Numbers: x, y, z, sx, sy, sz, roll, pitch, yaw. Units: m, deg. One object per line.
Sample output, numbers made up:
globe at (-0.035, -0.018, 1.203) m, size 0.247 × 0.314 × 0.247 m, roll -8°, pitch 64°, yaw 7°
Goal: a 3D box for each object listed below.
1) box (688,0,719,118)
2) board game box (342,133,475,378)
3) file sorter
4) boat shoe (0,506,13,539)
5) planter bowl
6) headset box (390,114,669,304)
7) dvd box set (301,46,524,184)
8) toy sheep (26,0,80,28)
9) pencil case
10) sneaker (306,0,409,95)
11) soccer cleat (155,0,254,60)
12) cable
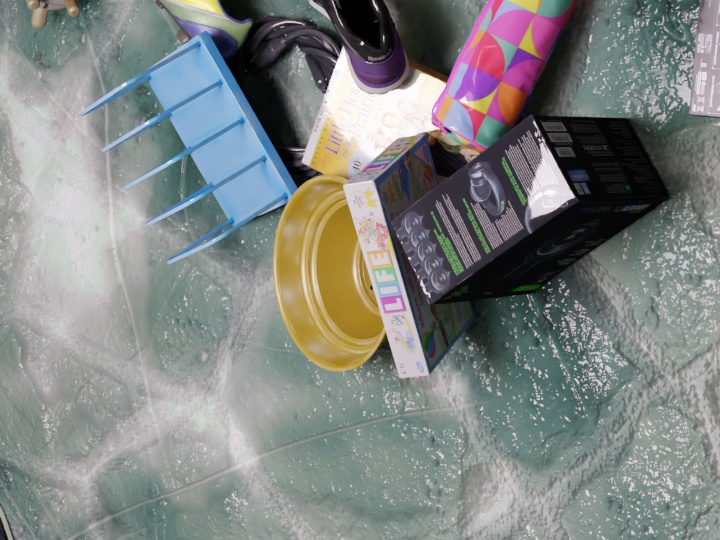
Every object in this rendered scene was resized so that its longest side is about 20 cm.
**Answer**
box at (0.373, -0.227, 1.428) m, size 0.157 × 0.050 × 0.201 m, roll 9°, pitch 99°, yaw 37°
board game box at (0.051, -0.016, 1.603) m, size 0.034 × 0.134 × 0.201 m, roll -7°, pitch 110°, yaw 27°
file sorter at (-0.188, -0.126, 1.768) m, size 0.139 × 0.123 × 0.200 m, roll -20°, pitch 102°, yaw 55°
boat shoe at (-0.498, 0.354, 2.146) m, size 0.074 × 0.066 × 0.200 m, roll -42°, pitch 68°, yaw 33°
planter bowl at (0.000, 0.000, 1.707) m, size 0.200 × 0.083 × 0.201 m, roll 9°, pitch 102°, yaw 50°
headset box at (0.152, -0.053, 1.536) m, size 0.200 × 0.174 × 0.093 m, roll -36°, pitch 71°, yaw 33°
dvd box set at (0.050, -0.134, 1.672) m, size 0.200 × 0.029 × 0.147 m, roll 28°, pitch 111°, yaw 18°
toy sheep at (-0.360, -0.373, 1.945) m, size 0.138 × 0.138 × 0.200 m, roll 44°, pitch 123°, yaw 27°
pencil case at (0.136, -0.211, 1.571) m, size 0.088 × 0.088 × 0.201 m, roll 26°, pitch 95°, yaw 34°
sneaker at (-0.010, -0.277, 1.634) m, size 0.076 × 0.088 × 0.200 m, roll -28°, pitch 66°, yaw -4°
soccer cleat at (-0.195, -0.315, 1.797) m, size 0.084 × 0.065 × 0.200 m, roll -42°, pitch 87°, yaw 10°
cable at (-0.070, -0.188, 1.787) m, size 0.200 × 0.051 × 0.164 m, roll 18°, pitch 99°, yaw 39°
